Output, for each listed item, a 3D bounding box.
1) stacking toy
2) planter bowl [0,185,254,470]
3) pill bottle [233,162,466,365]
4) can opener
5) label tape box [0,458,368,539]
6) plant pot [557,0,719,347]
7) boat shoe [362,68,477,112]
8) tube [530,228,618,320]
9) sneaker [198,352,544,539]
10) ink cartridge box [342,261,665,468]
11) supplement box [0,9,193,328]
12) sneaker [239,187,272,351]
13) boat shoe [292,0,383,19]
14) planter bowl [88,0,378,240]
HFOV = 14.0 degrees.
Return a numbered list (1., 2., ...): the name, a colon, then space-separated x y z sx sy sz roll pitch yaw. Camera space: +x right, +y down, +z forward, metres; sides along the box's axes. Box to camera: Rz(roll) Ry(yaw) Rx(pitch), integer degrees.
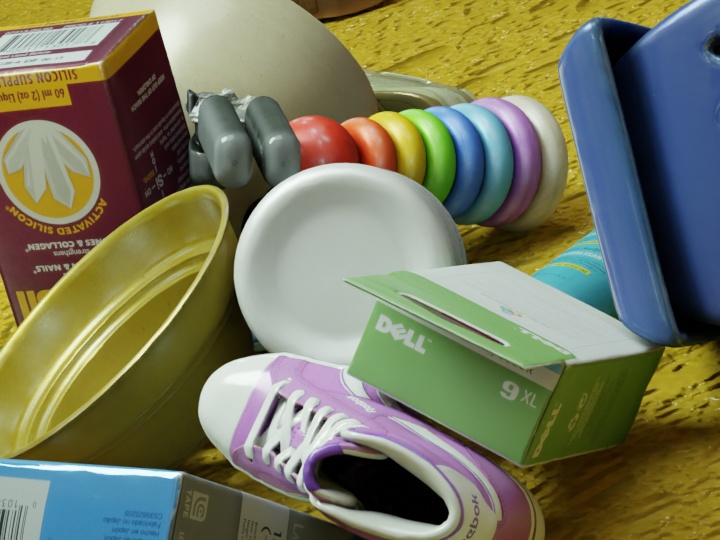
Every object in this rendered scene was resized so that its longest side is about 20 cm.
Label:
1. stacking toy: 0.027 -0.064 1.754 0.200 0.085 0.085 -2 10 -39
2. planter bowl: -0.118 0.054 1.592 0.200 0.083 0.200 -39 21 18
3. pill bottle: 0.000 0.000 1.599 0.114 0.114 0.200 -11 -1 6
4. can opener: -0.068 -0.065 1.665 0.053 0.067 0.200 0 14 -8
5. label tape box: -0.096 0.140 1.400 0.143 0.066 0.200 1 -15 30
6. plant pot: 0.215 -0.059 1.520 0.180 0.200 0.200 -14 -2 18
7. boat shoe: -0.016 -0.111 2.009 0.201 0.073 0.063 4 20 32
8. tube: 0.147 -0.003 1.681 0.077 0.050 0.200 8 24 28
9. sneaker: -0.015 0.082 1.402 0.200 0.073 0.114 21 0 33
10. ink cartridge box: 0.064 0.046 1.433 0.104 0.059 0.200 28 13 21
11. supplement box: -0.160 -0.044 1.743 0.110 0.200 0.086 -4 25 23
12. sneaker: -0.021 -0.022 1.766 0.071 0.083 0.200 4 27 37
13. boat shoe: -0.069 -0.224 2.321 0.200 0.070 0.070 -11 27 -18
14. planter bowl: -0.106 -0.080 1.856 0.200 0.200 0.135 3 54 36
